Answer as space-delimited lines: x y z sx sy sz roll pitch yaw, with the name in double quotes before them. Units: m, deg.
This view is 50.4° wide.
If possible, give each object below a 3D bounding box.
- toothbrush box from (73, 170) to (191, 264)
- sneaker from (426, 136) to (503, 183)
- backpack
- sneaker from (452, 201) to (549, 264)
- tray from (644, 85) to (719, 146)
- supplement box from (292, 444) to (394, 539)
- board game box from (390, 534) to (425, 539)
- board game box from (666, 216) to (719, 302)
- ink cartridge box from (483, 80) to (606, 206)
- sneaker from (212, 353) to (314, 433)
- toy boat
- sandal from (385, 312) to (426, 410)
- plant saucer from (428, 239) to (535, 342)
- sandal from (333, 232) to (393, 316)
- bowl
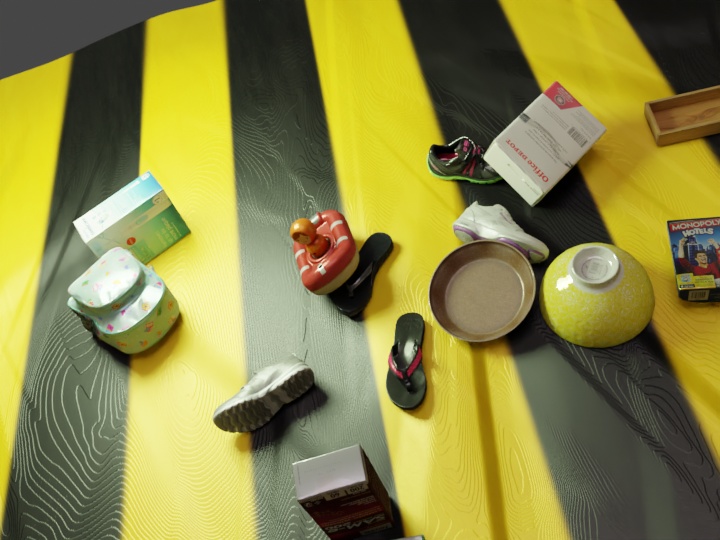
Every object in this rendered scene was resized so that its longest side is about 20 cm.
"toothbrush box" -0.499 -0.095 1.681 0.199 0.147 0.085 -36 51 -11
"sneaker" 0.231 -0.232 1.586 0.197 0.084 0.078 -1 54 17
"backpack" -0.478 0.064 1.556 0.199 0.154 0.176 32 63 27
"sneaker" 0.276 -0.081 1.464 0.199 0.075 0.100 25 65 31
"tray" 0.684 -0.315 1.533 0.197 0.037 0.100 -11 51 9
"supplement box" -0.022 0.344 1.161 0.107 0.201 0.061 -17 52 5
"board game box" 0.036 0.506 1.125 0.151 0.041 0.202 -12 52 9
"board game box" 0.639 -0.038 1.323 0.197 0.062 0.202 -3 53 15
"ink cartridge box" 0.365 -0.251 1.521 0.145 0.084 0.200 45 73 5
"sneaker" -0.181 0.225 1.399 0.198 0.075 0.082 -28 36 -12
"toy boat" -0.087 -0.052 1.500 0.130 0.131 0.201 -38 40 14
"sandal" 0.080 0.155 1.370 0.074 0.045 0.202 -5 53 14
"plant saucer" 0.223 0.041 1.399 0.198 0.037 0.203 -10 61 19
"sandal" 0.000 0.000 1.514 0.075 0.043 0.202 11 59 25
"bowl" 0.408 0.020 1.325 0.197 0.108 0.202 -9 52 11
